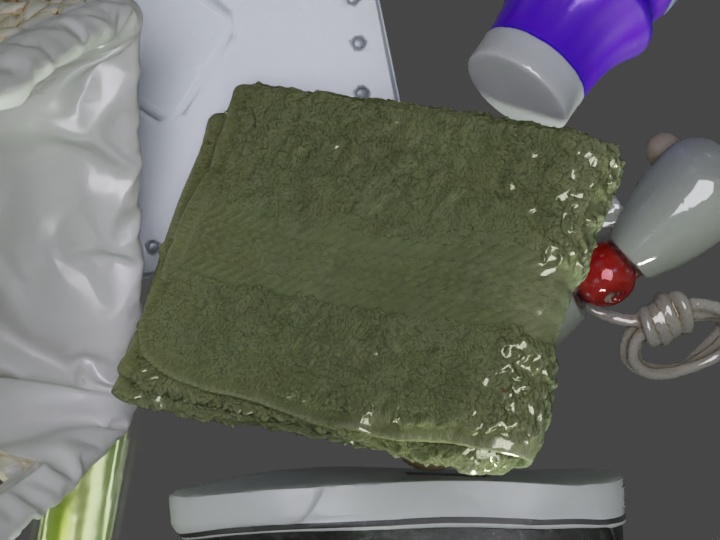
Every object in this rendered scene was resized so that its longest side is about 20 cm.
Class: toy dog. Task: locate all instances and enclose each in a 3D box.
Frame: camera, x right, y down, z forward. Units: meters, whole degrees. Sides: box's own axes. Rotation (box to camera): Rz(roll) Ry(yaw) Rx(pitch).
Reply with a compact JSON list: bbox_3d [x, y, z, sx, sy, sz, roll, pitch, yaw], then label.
[{"bbox_3d":[0.060,-0.001,0.863,0.199,0.132,0.097,-20,52,-8],"label":"toy dog"}]

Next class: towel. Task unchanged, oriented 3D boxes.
[{"bbox_3d":[0.000,0.000,0.803,0.199,0.036,0.149,8,70,34],"label":"towel"}]

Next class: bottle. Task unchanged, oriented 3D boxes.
[{"bbox_3d":[0.116,-0.146,0.836,0.065,0.084,0.200,33,70,7],"label":"bottle"}]

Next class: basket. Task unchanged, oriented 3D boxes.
[{"bbox_3d":[-0.193,0.001,0.781,0.160,0.198,0.201,11,116,18],"label":"basket"}]

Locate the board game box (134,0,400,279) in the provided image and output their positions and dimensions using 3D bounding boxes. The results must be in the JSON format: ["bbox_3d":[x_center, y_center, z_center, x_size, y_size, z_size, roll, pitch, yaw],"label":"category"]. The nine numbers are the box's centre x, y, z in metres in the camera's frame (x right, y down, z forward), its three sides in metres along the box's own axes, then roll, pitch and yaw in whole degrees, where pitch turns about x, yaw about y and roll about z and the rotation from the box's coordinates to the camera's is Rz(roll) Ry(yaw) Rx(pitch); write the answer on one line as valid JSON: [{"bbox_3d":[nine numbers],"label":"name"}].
[{"bbox_3d":[-0.090,-0.100,0.893,0.199,0.026,0.201,-12,92,0],"label":"board game box"}]

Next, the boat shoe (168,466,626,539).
[{"bbox_3d":[0.017,0.119,0.877,0.199,0.071,0.064,1,90,-2],"label":"boat shoe"}]

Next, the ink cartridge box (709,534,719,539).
[{"bbox_3d":[0.128,0.185,0.842,0.199,0.145,0.084,-31,91,1],"label":"ink cartridge box"}]
